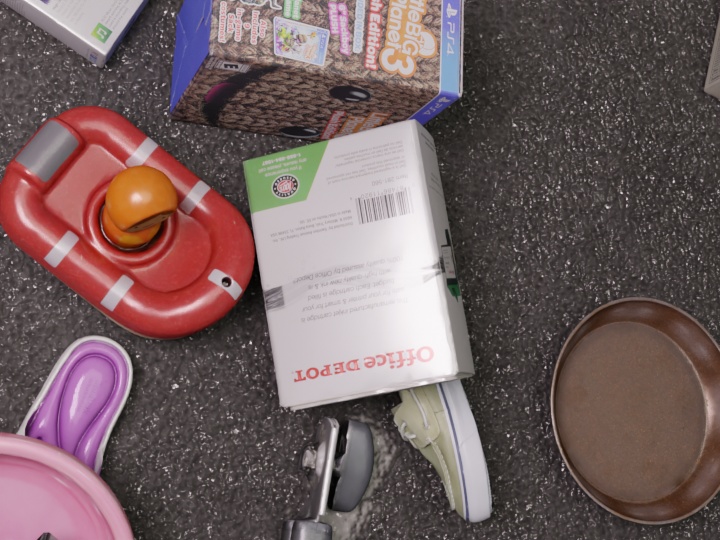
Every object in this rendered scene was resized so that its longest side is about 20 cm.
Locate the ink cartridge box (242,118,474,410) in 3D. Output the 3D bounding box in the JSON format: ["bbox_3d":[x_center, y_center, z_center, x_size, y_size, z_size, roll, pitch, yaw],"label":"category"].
[{"bbox_3d":[0.000,0.000,0.900,0.145,0.084,0.202,-11,81,15],"label":"ink cartridge box"}]

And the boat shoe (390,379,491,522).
[{"bbox_3d":[0.056,0.114,0.949,0.062,0.072,0.201,-16,78,-3],"label":"boat shoe"}]

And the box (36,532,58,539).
[{"bbox_3d":[-0.203,0.311,0.761,0.200,0.048,0.193,44,86,-11],"label":"box"}]

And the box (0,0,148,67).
[{"bbox_3d":[-0.255,-0.279,0.924,0.199,0.036,0.145,34,69,-12],"label":"box"}]

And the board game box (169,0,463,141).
[{"bbox_3d":[-0.039,-0.175,0.915,0.198,0.159,0.098,6,78,-19],"label":"board game box"}]

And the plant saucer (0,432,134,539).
[{"bbox_3d":[-0.254,0.206,0.788,0.199,0.051,0.202,-2,99,-10],"label":"plant saucer"}]

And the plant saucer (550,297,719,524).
[{"bbox_3d":[0.252,0.126,1.030,0.199,0.034,0.202,5,77,-19],"label":"plant saucer"}]

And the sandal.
[{"bbox_3d":[-0.224,0.143,0.839,0.082,0.050,0.204,17,74,-16],"label":"sandal"}]

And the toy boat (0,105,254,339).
[{"bbox_3d":[-0.168,-0.040,0.854,0.200,0.131,0.131,38,69,-9],"label":"toy boat"}]

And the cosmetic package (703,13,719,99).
[{"bbox_3d":[0.417,-0.267,1.136,0.071,0.105,0.201,22,74,-16],"label":"cosmetic package"}]

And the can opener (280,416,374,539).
[{"bbox_3d":[-0.027,0.216,0.896,0.066,0.053,0.202,12,76,-17],"label":"can opener"}]
